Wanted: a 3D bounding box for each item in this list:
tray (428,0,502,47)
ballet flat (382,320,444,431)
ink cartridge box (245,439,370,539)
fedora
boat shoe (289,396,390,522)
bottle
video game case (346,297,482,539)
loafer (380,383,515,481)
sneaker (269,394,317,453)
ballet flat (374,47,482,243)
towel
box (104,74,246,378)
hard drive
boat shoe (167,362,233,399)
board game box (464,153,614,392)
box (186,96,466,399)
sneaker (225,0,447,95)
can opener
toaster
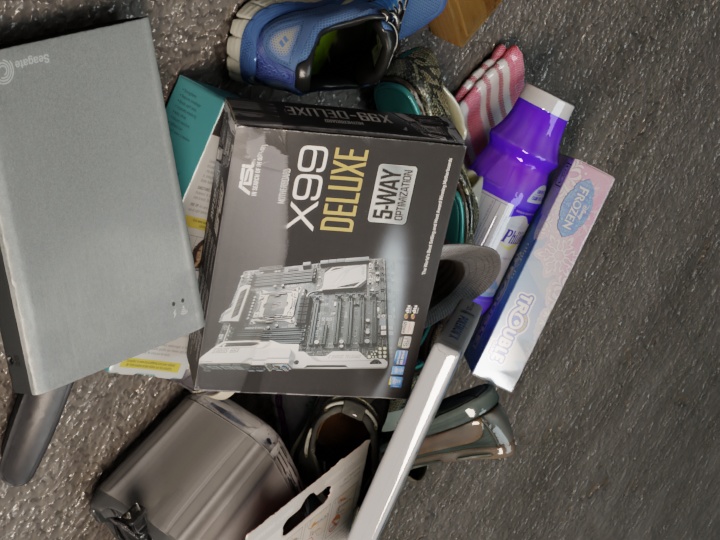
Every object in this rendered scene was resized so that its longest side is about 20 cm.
[{"bbox_3d":[0.074,-0.272,1.196,0.099,0.037,0.201,-50,148,-17],"label":"tray"},{"bbox_3d":[0.032,0.092,1.342,0.200,0.067,0.076,-46,134,-67],"label":"ballet flat"},{"bbox_3d":[-0.067,0.230,1.176,0.161,0.050,0.202,-33,139,-51],"label":"ink cartridge box"},{"bbox_3d":[0.000,0.000,1.215,0.199,0.091,0.177,-29,161,5],"label":"fedora"},{"bbox_3d":[-0.021,0.159,1.254,0.068,0.071,0.201,-83,-174,-51],"label":"boat shoe"},{"bbox_3d":[0.117,-0.059,1.345,0.201,0.065,0.083,-64,163,9],"label":"bottle"},{"bbox_3d":[0.035,0.127,1.168,0.182,0.022,0.202,-43,157,-77],"label":"video game case"},{"bbox_3d":[0.047,0.158,1.365,0.072,0.199,0.063,-36,97,-50],"label":"loafer"},{"bbox_3d":[-0.027,0.134,1.326,0.074,0.087,0.202,-28,136,-41],"label":"sneaker"},{"bbox_3d":[0.063,-0.086,1.265,0.075,0.067,0.202,-45,131,-39],"label":"ballet flat"},{"bbox_3d":[0.087,-0.082,1.373,0.200,0.030,0.147,-50,146,-17],"label":"towel"},{"bbox_3d":[-0.124,-0.027,1.092,0.082,0.049,0.202,12,104,-57],"label":"box"},{"bbox_3d":[-0.169,-0.043,0.960,0.139,0.033,0.202,-22,108,-45],"label":"hard drive"},{"bbox_3d":[-0.088,-0.002,1.145,0.062,0.073,0.201,17,103,-36],"label":"boat shoe"},{"bbox_3d":[0.150,-0.006,1.415,0.199,0.043,0.202,-104,-141,-83],"label":"board game box"},{"bbox_3d":[-0.027,-0.012,1.074,0.156,0.050,0.202,4,118,-17],"label":"box"},{"bbox_3d":[0.000,-0.165,1.123,0.199,0.089,0.079,-32,140,-39],"label":"sneaker"},{"bbox_3d":[-0.201,0.049,1.049,0.063,0.078,0.202,-88,-163,-69],"label":"can opener"},{"bbox_3d":[-0.119,0.181,1.209,0.129,0.113,0.201,-50,149,-23],"label":"toaster"}]
